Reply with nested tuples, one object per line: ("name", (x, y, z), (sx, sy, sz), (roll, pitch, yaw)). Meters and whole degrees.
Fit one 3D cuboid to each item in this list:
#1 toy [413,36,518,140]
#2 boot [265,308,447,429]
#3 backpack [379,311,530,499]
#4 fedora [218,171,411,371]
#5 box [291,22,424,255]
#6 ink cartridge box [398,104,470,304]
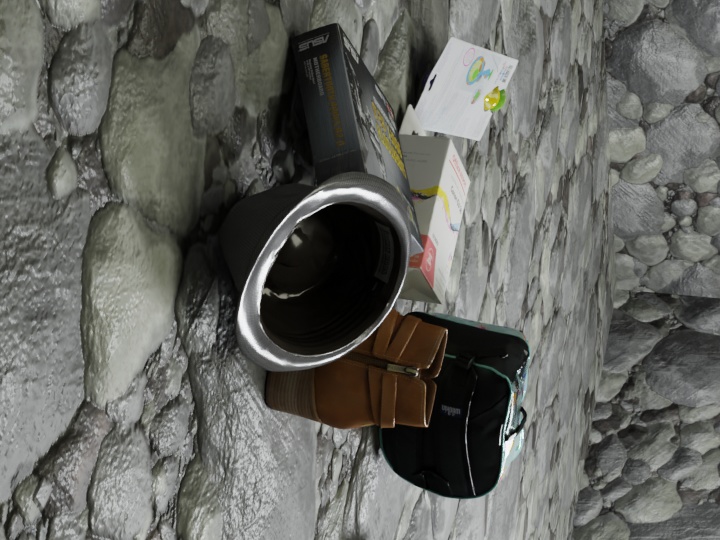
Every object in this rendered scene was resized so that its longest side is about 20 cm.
("toy", (0.117, -0.228, 1.572), (0.199, 0.047, 0.116), (3, 117, -57))
("boot", (0.004, 0.042, 1.149), (0.074, 0.153, 0.203), (16, 80, -71))
("backpack", (0.110, 0.156, 1.481), (0.153, 0.174, 0.202), (-41, 138, -59))
("fedora", (-0.049, -0.011, 1.032), (0.199, 0.090, 0.178), (9, 110, -52))
("box", (0.000, -0.113, 1.187), (0.200, 0.048, 0.160), (46, 30, -66))
("ink cartridge box", (0.074, -0.077, 1.468), (0.117, 0.067, 0.202), (54, 46, -63))
